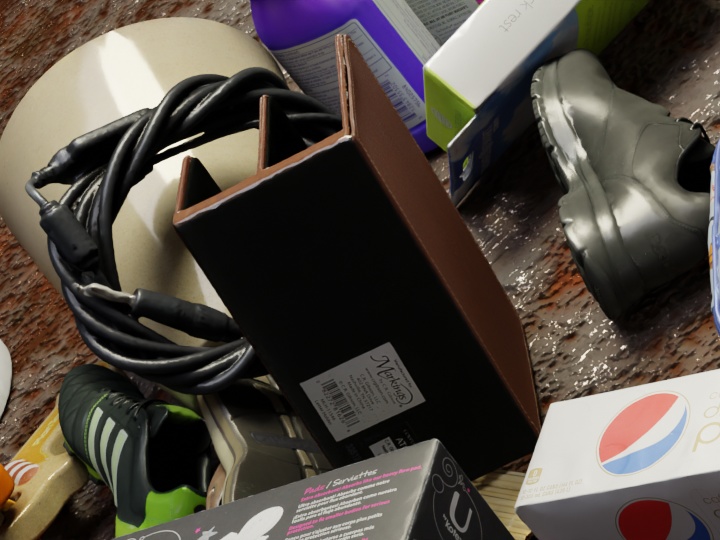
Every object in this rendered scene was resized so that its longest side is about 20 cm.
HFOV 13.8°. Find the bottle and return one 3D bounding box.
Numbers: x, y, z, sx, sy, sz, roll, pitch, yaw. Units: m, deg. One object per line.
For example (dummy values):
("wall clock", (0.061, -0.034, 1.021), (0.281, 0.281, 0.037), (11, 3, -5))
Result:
("bottle", (-0.020, -0.151, 1.747), (0.083, 0.200, 0.065), (-17, 36, 38))

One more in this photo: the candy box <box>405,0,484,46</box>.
("candy box", (0.025, -0.239, 1.815), (0.061, 0.200, 0.137), (-20, 34, 30))

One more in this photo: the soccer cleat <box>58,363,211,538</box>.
("soccer cleat", (-0.117, 0.098, 1.642), (0.081, 0.067, 0.200), (-64, 30, 21))

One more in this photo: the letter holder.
("letter holder", (0.000, 0.000, 1.503), (0.100, 0.200, 0.142), (-26, 26, 13))

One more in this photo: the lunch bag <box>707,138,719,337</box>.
("lunch bag", (0.247, -0.029, 1.405), (0.160, 0.076, 0.200), (-23, 35, 25))

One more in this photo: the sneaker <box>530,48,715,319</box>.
("sneaker", (0.147, -0.055, 1.573), (0.091, 0.076, 0.200), (-24, 39, 10))

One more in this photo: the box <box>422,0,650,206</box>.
("box", (0.103, -0.135, 1.676), (0.200, 0.048, 0.122), (-46, -13, -10))

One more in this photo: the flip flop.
("flip flop", (-0.050, 0.116, 1.534), (0.058, 0.081, 0.200), (-64, 27, 26))

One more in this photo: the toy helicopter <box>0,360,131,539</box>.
("toy helicopter", (-0.199, 0.123, 1.737), (0.132, 0.079, 0.200), (-22, 22, 41))

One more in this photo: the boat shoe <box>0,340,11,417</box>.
("boat shoe", (-0.276, 0.098, 1.844), (0.070, 0.066, 0.200), (-18, 37, 34))

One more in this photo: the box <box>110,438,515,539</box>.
("box", (-0.021, 0.181, 1.371), (0.200, 0.132, 0.115), (-19, 32, 33))

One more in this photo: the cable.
("cable", (-0.069, -0.024, 1.577), (0.200, 0.163, 0.051), (-24, -19, -29))

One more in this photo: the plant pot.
("plant pot", (-0.091, -0.011, 1.688), (0.187, 0.187, 0.200), (-37, 46, 6))

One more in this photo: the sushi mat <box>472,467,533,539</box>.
("sushi mat", (0.016, 0.134, 1.510), (0.200, 0.012, 0.096), (6, 52, 52))

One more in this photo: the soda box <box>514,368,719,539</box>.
("soda box", (0.171, 0.088, 1.343), (0.200, 0.064, 0.068), (-15, 38, 39))
